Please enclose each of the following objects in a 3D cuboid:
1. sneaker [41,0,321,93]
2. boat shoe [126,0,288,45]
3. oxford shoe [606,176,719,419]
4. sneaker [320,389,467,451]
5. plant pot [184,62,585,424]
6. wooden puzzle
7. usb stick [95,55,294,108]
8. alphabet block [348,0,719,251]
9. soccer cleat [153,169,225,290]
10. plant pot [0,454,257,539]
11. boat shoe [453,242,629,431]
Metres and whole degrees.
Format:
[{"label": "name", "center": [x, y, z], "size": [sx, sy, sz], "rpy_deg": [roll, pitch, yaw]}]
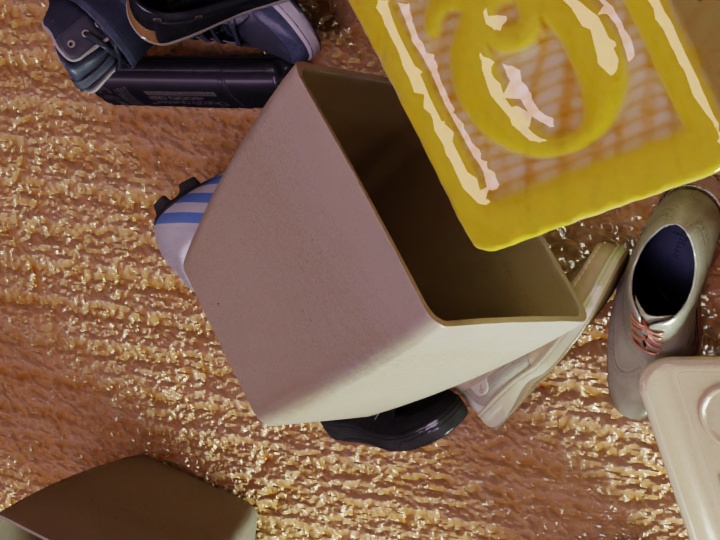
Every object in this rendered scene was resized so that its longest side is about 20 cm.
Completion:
[{"label": "sneaker", "center": [-0.140, -0.174, 1.255], "size": [0.202, 0.147, 0.077], "rpy_deg": [34, 165, 19]}, {"label": "boat shoe", "center": [-0.076, -0.222, 1.189], "size": [0.199, 0.062, 0.075], "rpy_deg": [-27, 82, 0]}, {"label": "oxford shoe", "center": [0.204, 0.029, 1.196], "size": [0.070, 0.074, 0.202], "rpy_deg": [21, 124, 21]}, {"label": "sneaker", "center": [-0.006, 0.084, 1.354], "size": [0.199, 0.060, 0.105], "rpy_deg": [-5, 119, 53]}, {"label": "plant pot", "center": [0.000, 0.000, 1.169], "size": [0.177, 0.199, 0.201], "rpy_deg": [-40, 68, 29]}, {"label": "wooden puzzle", "center": [0.313, 0.126, 1.186], "size": [0.198, 0.046, 0.186], "rpy_deg": [-6, 123, 29]}, {"label": "usb stick", "center": [-0.128, -0.148, 1.331], "size": [0.198, 0.033, 0.055], "rpy_deg": [4, 161, 31]}, {"label": "alphabet block", "center": [0.145, -0.156, 1.053], "size": [0.195, 0.200, 0.197], "rpy_deg": [-22, 103, 38]}, {"label": "soccer cleat", "center": [-0.071, -0.058, 1.294], "size": [0.199, 0.070, 0.087], "rpy_deg": [-37, 68, 21]}, {"label": "plant pot", "center": [-0.195, 0.283, 1.520], "size": [0.198, 0.177, 0.201], "rpy_deg": [21, 125, 21]}, {"label": "boat shoe", "center": [0.127, 0.040, 1.256], "size": [0.065, 0.072, 0.200], "rpy_deg": [40, 135, 6]}]
